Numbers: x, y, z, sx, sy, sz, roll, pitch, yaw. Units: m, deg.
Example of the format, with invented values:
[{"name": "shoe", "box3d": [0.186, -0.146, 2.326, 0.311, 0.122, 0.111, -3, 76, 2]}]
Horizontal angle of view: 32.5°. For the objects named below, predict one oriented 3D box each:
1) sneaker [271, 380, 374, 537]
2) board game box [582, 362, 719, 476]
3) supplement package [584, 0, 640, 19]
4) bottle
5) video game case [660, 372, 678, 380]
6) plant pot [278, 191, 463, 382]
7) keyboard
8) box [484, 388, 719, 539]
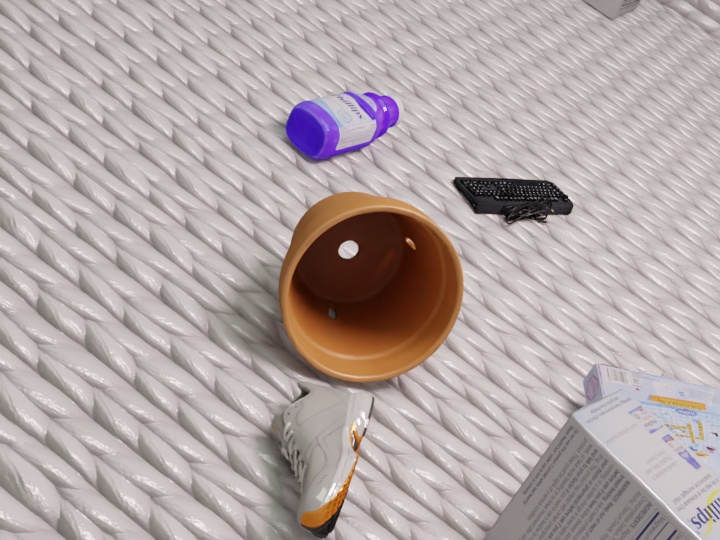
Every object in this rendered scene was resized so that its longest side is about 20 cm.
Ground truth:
[{"name": "sneaker", "box3d": [-0.049, 0.177, 1.185, 0.091, 0.076, 0.200, 19, 26, 0]}, {"name": "board game box", "box3d": [0.361, 0.212, 1.402, 0.198, 0.041, 0.201, 13, 45, -13]}, {"name": "supplement package", "box3d": [0.530, -0.674, 2.598, 0.191, 0.201, 0.147, 39, 35, 16]}, {"name": "bottle", "box3d": [-0.014, -0.208, 1.714, 0.083, 0.066, 0.199, 41, 36, 22]}, {"name": "video game case", "box3d": [0.427, 0.226, 1.489, 0.199, 0.023, 0.182, 35, 34, 8]}, {"name": "plant pot", "box3d": [0.000, 0.000, 1.351, 0.198, 0.202, 0.140, 14, 20, -19]}, {"name": "keyboard", "box3d": [0.236, -0.112, 1.788, 0.198, 0.040, 0.104, -3, 43, -36]}, {"name": "box", "box3d": [0.253, 0.254, 1.182, 0.104, 0.185, 0.200, -15, 52, -48]}]
